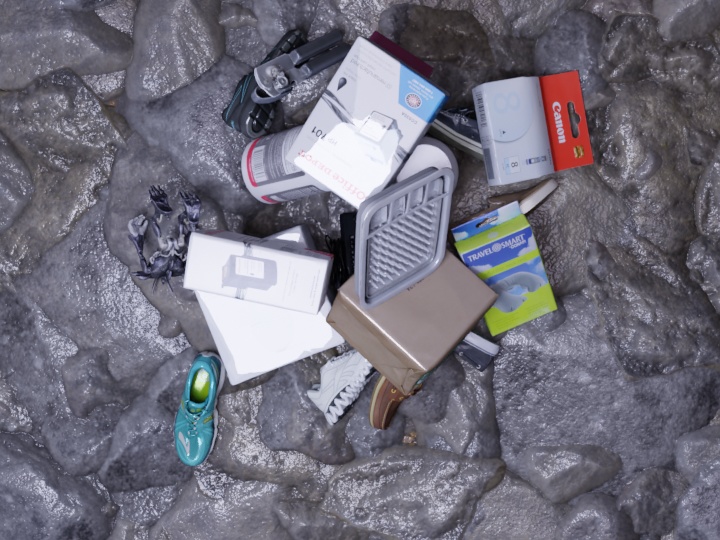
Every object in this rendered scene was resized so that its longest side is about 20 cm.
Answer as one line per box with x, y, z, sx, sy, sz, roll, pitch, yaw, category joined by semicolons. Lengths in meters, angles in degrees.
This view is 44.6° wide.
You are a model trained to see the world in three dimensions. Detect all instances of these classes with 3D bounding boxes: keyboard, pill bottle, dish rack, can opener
0.000;0.000;1.440;0.104;0.040;0.201;-4;78;-11;keyboard
-0.083;-0.173;1.379;0.200;0.111;0.111;-8;96;39;pill bottle
0.096;-0.152;1.375;0.112;0.200;0.113;0;96;1;pill bottle
0.054;-0.052;1.251;0.171;0.200;0.044;-30;51;-29;dish rack
-0.099;-0.323;1.401;0.200;0.067;0.053;-38;94;-39;can opener

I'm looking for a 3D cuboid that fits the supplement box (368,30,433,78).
0.019;-0.259;1.363;0.110;0.200;0.086;33;61;-2;supplement box

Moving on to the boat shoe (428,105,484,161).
0.157;-0.240;1.432;0.200;0.075;0.062;26;90;-6;boat shoe

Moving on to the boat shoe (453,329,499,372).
0.133;0.109;1.469;0.200;0.070;0.066;26;96;-8;boat shoe

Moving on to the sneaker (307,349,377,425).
-0.021;0.167;1.454;0.081;0.075;0.200;41;117;12;sneaker

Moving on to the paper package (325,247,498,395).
0.079;0.055;1.363;0.191;0.104;0.200;42;57;10;paper package

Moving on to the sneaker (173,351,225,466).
-0.280;0.236;1.483;0.077;0.080;0.201;8;96;1;sneaker

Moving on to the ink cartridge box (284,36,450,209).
0.010;-0.203;1.231;0.146;0.086;0.200;34;104;1;ink cartridge box

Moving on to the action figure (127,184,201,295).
-0.318;-0.052;1.448;0.118;0.102;0.200;0;138;-25;action figure

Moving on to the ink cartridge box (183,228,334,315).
-0.147;-0.001;1.302;0.199;0.145;0.085;12;95;1;ink cartridge box

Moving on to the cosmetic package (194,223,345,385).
-0.149;0.050;1.440;0.199;0.123;0.201;-21;96;3;cosmetic package

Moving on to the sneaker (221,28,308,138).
-0.158;-0.313;1.430;0.079;0.075;0.200;23;77;35;sneaker

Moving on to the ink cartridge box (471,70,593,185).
0.287;-0.232;1.408;0.199;0.047;0.161;-13;96;-17;ink cartridge box

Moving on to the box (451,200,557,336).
0.235;0.000;1.422;0.122;0.048;0.200;-23;121;4;box

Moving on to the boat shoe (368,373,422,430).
0.067;0.185;1.450;0.067;0.072;0.201;25;114;17;boat shoe

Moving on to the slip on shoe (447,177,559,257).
0.232;-0.099;1.445;0.200;0.076;0.061;-36;81;11;slip on shoe
